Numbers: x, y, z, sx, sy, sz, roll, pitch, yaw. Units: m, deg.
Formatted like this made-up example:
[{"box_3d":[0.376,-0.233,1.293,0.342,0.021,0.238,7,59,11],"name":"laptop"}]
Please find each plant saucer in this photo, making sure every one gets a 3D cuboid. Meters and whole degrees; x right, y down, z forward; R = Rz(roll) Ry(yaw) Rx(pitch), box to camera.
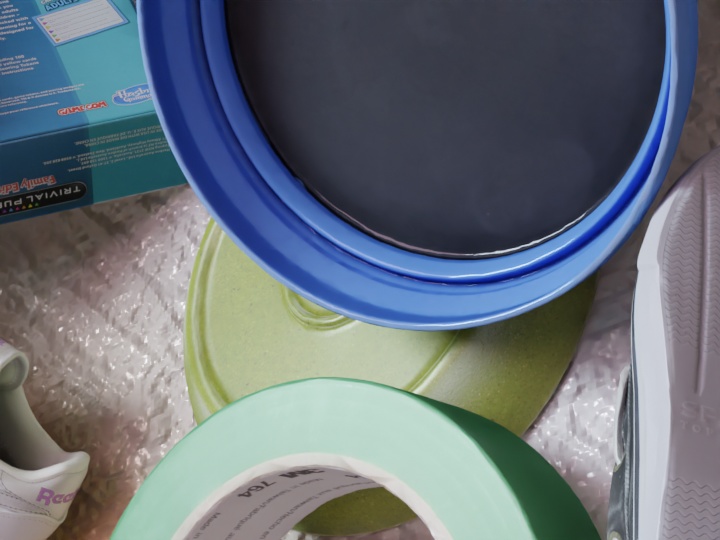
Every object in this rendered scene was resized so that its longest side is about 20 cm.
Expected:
[{"box_3d":[0.000,0.000,0.737,0.200,0.031,0.200,-21,55,33],"name":"plant saucer"}]

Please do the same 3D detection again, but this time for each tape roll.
[{"box_3d":[-0.008,0.137,0.638,0.200,0.048,0.201,-11,70,34],"name":"tape roll"}]

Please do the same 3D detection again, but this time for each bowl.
[{"box_3d":[0.018,-0.080,0.640,0.200,0.039,0.201,11,112,27],"name":"bowl"}]

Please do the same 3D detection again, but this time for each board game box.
[{"box_3d":[-0.178,-0.101,0.874,0.151,0.047,0.200,-13,46,-17],"name":"board game box"}]

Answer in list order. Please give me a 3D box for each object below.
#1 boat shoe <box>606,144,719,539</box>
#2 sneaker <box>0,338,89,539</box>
[{"box_3d":[0.103,0.048,0.588,0.071,0.072,0.200,119,171,-53],"name":"boat shoe"},{"box_3d":[-0.193,0.038,0.803,0.200,0.075,0.100,46,112,0],"name":"sneaker"}]
